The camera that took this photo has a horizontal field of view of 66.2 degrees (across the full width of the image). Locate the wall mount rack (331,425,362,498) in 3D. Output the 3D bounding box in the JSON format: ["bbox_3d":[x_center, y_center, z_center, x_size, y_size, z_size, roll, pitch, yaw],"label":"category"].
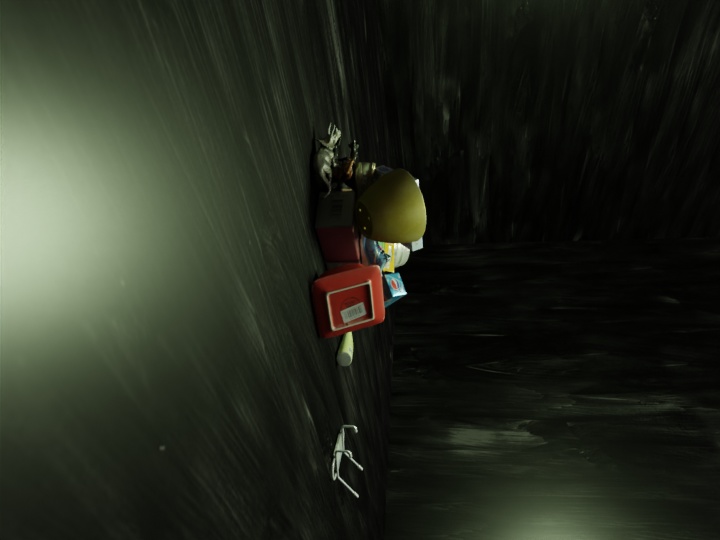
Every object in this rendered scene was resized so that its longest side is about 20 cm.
[{"bbox_3d":[-0.040,0.597,1.730,0.201,0.072,0.179,-71,158,-65],"label":"wall mount rack"}]

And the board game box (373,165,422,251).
[{"bbox_3d":[0.108,-0.185,1.612,0.199,0.040,0.206,38,-41,55],"label":"board game box"}]

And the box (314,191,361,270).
[{"bbox_3d":[-0.056,-0.111,1.585,0.202,0.105,0.131,76,15,-54],"label":"box"}]

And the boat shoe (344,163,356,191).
[{"bbox_3d":[0.021,-0.240,1.726,0.200,0.068,0.072,46,9,-18],"label":"boat shoe"}]

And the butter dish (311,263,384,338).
[{"bbox_3d":[-0.045,0.058,1.525,0.149,0.194,0.204,-120,-162,-54],"label":"butter dish"}]

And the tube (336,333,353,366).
[{"bbox_3d":[-0.046,0.253,1.842,0.058,0.051,0.201,-51,-172,17],"label":"tube"}]

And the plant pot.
[{"bbox_3d":[0.067,-0.157,1.491,0.200,0.139,0.205,47,-33,44],"label":"plant pot"}]

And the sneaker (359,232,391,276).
[{"bbox_3d":[0.046,-0.054,1.616,0.079,0.087,0.206,-65,152,-69],"label":"sneaker"}]

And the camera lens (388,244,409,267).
[{"bbox_3d":[0.060,-0.084,1.983,0.159,0.195,0.166,13,-75,60],"label":"camera lens"}]

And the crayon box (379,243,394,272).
[{"bbox_3d":[0.018,-0.064,1.828,0.051,0.195,0.130,-29,-126,57],"label":"crayon box"}]

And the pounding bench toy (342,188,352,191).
[{"bbox_3d":[-0.024,-0.212,1.820,0.155,0.194,0.129,179,-87,-67],"label":"pounding bench toy"}]

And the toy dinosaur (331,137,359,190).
[{"bbox_3d":[-0.048,-0.307,1.608,0.100,0.197,0.141,4,90,-38],"label":"toy dinosaur"}]

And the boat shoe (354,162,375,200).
[{"bbox_3d":[0.019,-0.221,1.647,0.074,0.061,0.205,-78,165,-60],"label":"boat shoe"}]

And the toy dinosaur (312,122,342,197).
[{"bbox_3d":[-0.101,-0.286,1.491,0.103,0.075,0.205,51,46,-48],"label":"toy dinosaur"}]

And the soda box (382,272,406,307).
[{"bbox_3d":[0.042,0.081,1.607,0.063,0.199,0.070,-8,70,-42],"label":"soda box"}]

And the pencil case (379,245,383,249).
[{"bbox_3d":[0.000,0.000,1.722,0.203,0.092,0.091,-59,173,16],"label":"pencil case"}]

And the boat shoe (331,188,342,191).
[{"bbox_3d":[-0.031,-0.155,1.697,0.204,0.073,0.066,68,-10,-21],"label":"boat shoe"}]
